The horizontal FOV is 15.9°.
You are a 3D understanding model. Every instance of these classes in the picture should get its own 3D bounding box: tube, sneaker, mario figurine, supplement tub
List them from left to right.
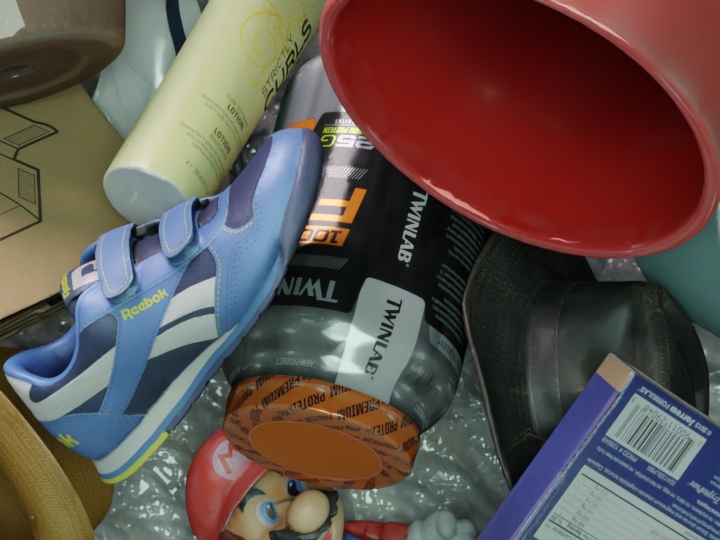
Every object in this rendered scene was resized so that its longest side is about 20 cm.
[{"bbox_3d":[-0.091,0.007,1.205,0.082,0.074,0.200,35,106,-10],"label":"sneaker"},{"bbox_3d":[-0.100,-0.046,1.346,0.080,0.076,0.201,-11,83,4],"label":"sneaker"},{"bbox_3d":[-0.063,-0.105,1.291,0.052,0.058,0.200,27,55,2],"label":"tube"},{"bbox_3d":[-0.010,0.159,1.321,0.106,0.123,0.200,-38,98,25],"label":"mario figurine"},{"bbox_3d":[0.000,0.000,1.290,0.122,0.123,0.201,15,64,-3],"label":"supplement tub"}]

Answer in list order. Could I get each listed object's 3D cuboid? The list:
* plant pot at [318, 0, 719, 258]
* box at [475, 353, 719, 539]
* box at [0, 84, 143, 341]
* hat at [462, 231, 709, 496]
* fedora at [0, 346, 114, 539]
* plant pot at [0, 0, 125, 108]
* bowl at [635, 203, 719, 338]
[{"bbox_3d":[0.106,-0.135,1.203,0.200,0.200,0.178,31,62,-3],"label":"plant pot"},{"bbox_3d":[0.109,0.151,1.246,0.121,0.032,0.200,33,94,-30],"label":"box"},{"bbox_3d":[-0.204,-0.050,1.286,0.163,0.021,0.200,-26,60,-25],"label":"box"},{"bbox_3d":[0.130,0.059,1.296,0.081,0.200,0.201,-11,90,30],"label":"hat"},{"bbox_3d":[-0.189,0.096,1.312,0.082,0.200,0.201,-36,92,-42],"label":"fedora"},{"bbox_3d":[-0.191,-0.176,1.257,0.200,0.200,0.175,-16,80,-4],"label":"plant pot"},{"bbox_3d":[0.209,-0.043,1.320,0.200,0.105,0.202,-2,94,-43],"label":"bowl"}]
